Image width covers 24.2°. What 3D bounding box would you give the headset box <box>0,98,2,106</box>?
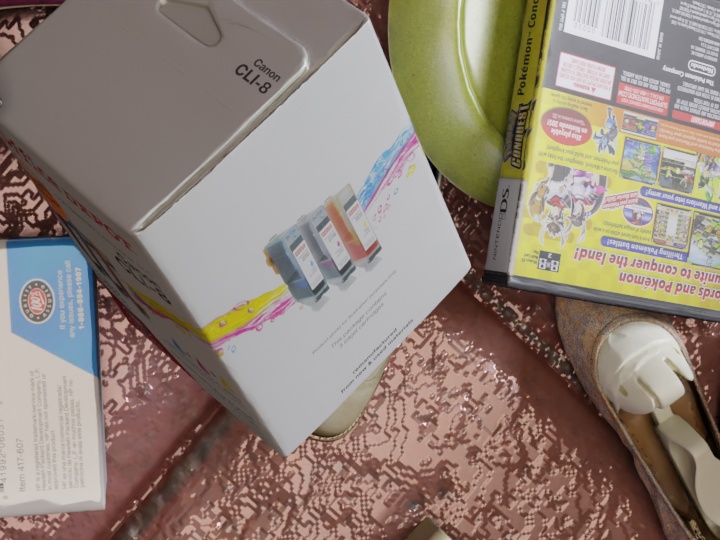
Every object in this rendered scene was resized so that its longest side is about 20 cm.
[{"bbox_3d":[-0.256,-0.102,0.794,0.077,0.200,0.150,-26,89,-28],"label":"headset box"}]

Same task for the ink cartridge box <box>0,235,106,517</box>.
[{"bbox_3d":[-0.239,0.058,0.902,0.197,0.084,0.148,-3,93,-8],"label":"ink cartridge box"}]

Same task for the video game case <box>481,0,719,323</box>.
[{"bbox_3d":[0.162,-0.070,0.944,0.198,0.025,0.183,9,90,-36],"label":"video game case"}]

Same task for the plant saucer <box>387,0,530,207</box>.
[{"bbox_3d":[0.104,-0.133,0.931,0.198,0.031,0.203,-3,96,-35],"label":"plant saucer"}]

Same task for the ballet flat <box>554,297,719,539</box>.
[{"bbox_3d":[0.180,0.085,0.978,0.068,0.067,0.201,-31,97,-6],"label":"ballet flat"}]

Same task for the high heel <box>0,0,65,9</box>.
[{"bbox_3d":[-0.192,-0.177,0.893,0.198,0.068,0.097,20,111,-14],"label":"high heel"}]

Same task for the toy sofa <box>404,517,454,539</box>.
[{"bbox_3d":[0.086,0.242,0.958,0.200,0.098,0.083,45,87,-8],"label":"toy sofa"}]

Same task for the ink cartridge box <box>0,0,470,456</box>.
[{"bbox_3d":[-0.062,-0.043,0.812,0.145,0.145,0.201,-43,143,-13],"label":"ink cartridge box"}]

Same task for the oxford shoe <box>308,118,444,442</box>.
[{"bbox_3d":[0.000,0.000,0.941,0.070,0.074,0.202,13,91,-9],"label":"oxford shoe"}]
